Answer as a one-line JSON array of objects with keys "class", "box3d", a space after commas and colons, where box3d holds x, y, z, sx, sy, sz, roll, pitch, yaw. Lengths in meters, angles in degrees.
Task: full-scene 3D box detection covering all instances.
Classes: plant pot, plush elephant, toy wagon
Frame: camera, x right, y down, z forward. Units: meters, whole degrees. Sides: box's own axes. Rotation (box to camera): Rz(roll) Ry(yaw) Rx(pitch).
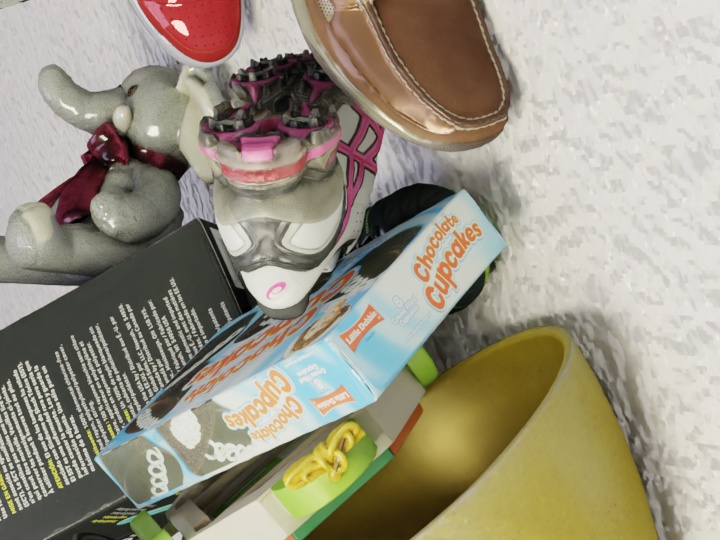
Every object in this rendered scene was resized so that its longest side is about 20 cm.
[{"class": "plant pot", "box3d": [0.056, 0.143, 0.721, 0.142, 0.200, 0.200, 51, 159, -7]}, {"class": "plush elephant", "box3d": [-0.154, -0.069, 1.056, 0.165, 0.200, 0.155, 169, 104, -66]}, {"class": "toy wagon", "box3d": [-0.031, 0.089, 0.760, 0.040, 0.155, 0.200, 51, 169, -9]}]

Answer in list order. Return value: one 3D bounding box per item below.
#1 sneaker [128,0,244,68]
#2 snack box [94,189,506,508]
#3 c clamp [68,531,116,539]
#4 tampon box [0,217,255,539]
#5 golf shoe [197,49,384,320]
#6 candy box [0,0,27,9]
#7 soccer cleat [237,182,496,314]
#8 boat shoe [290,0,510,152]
[{"class": "sneaker", "box3d": [-0.099, -0.212, 0.893, 0.112, 0.071, 0.200, -176, 70, -70]}, {"class": "snack box", "box3d": [-0.032, 0.040, 0.756, 0.037, 0.116, 0.200, 51, 138, -9]}, {"class": "c clamp", "box3d": [-0.070, 0.176, 0.766, 0.200, 0.027, 0.171, 31, 177, -19]}, {"class": "tampon box", "box3d": [-0.126, 0.078, 0.975, 0.126, 0.200, 0.150, 66, -166, 14]}, {"class": "golf shoe", "box3d": [-0.029, -0.048, 0.761, 0.200, 0.072, 0.092, -63, -29, -65]}, {"class": "candy box", "box3d": [-0.221, -0.233, 0.987, 0.137, 0.200, 0.061, 60, 157, 18]}, {"class": "soccer cleat", "box3d": [0.000, 0.000, 0.831, 0.200, 0.081, 0.068, -10, 100, 66]}, {"class": "boat shoe", "box3d": [0.006, -0.143, 0.708, 0.200, 0.076, 0.072, 59, 149, 11]}]
